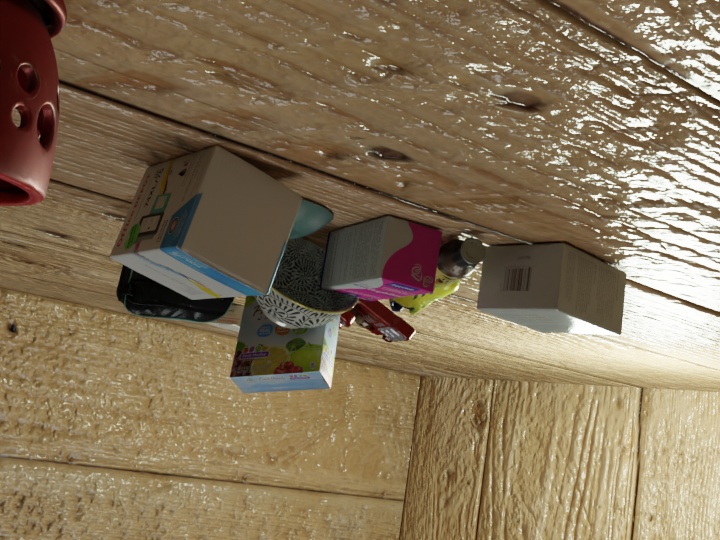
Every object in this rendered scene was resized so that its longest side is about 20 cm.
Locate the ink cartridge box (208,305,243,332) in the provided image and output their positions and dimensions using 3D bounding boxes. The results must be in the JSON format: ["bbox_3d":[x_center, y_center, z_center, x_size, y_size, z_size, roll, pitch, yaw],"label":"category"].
[{"bbox_3d":[-0.355,0.143,2.757,0.116,0.068,0.200,2,170,29],"label":"ink cartridge box"}]

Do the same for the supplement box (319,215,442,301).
[{"bbox_3d":[0.029,-0.016,1.475,0.101,0.103,0.200,15,166,-26],"label":"supplement box"}]

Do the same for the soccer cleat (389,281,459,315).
[{"bbox_3d":[0.122,0.045,1.776,0.065,0.084,0.200,14,169,-30],"label":"soccer cleat"}]

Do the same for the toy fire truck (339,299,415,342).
[{"bbox_3d":[0.013,0.085,1.827,0.168,0.112,0.200,40,165,-7],"label":"toy fire truck"}]

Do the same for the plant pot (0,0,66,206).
[{"bbox_3d":[-0.337,-0.160,0.745,0.200,0.183,0.200,8,169,2],"label":"plant pot"}]

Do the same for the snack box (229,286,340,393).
[{"bbox_3d":[-0.128,0.112,1.648,0.169,0.200,0.068,-6,142,17],"label":"snack box"}]

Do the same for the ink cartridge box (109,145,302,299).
[{"bbox_3d":[-0.209,-0.056,1.249,0.146,0.147,0.200,30,159,-33],"label":"ink cartridge box"}]

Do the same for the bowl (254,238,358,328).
[{"bbox_3d":[-0.111,0.036,1.574,0.201,0.094,0.201,23,-150,-14],"label":"bowl"}]

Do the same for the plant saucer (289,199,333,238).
[{"bbox_3d":[-0.143,-0.080,1.431,0.201,0.039,0.201,9,170,2],"label":"plant saucer"}]

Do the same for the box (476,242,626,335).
[{"bbox_3d":[0.308,0.033,1.491,0.152,0.106,0.200,-2,165,43],"label":"box"}]

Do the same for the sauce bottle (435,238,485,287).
[{"bbox_3d":[0.147,-0.014,1.486,0.065,0.065,0.200,10,170,-8],"label":"sauce bottle"}]

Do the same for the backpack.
[{"bbox_3d":[-0.318,0.000,1.653,0.200,0.176,0.153,11,-174,-21],"label":"backpack"}]
